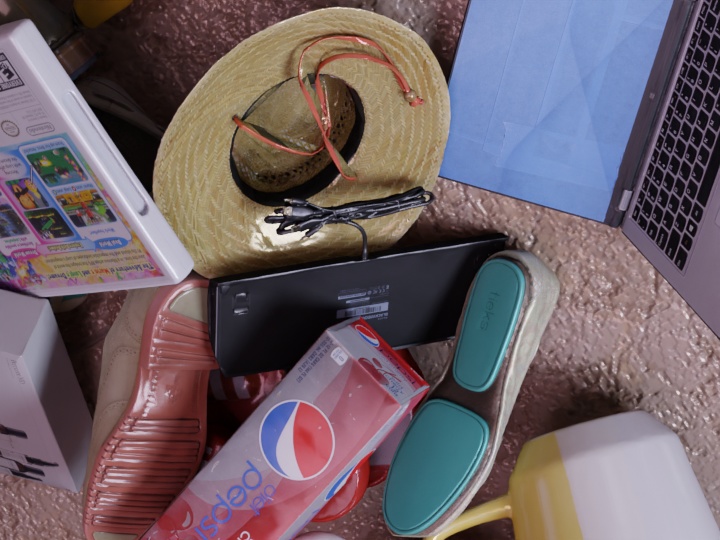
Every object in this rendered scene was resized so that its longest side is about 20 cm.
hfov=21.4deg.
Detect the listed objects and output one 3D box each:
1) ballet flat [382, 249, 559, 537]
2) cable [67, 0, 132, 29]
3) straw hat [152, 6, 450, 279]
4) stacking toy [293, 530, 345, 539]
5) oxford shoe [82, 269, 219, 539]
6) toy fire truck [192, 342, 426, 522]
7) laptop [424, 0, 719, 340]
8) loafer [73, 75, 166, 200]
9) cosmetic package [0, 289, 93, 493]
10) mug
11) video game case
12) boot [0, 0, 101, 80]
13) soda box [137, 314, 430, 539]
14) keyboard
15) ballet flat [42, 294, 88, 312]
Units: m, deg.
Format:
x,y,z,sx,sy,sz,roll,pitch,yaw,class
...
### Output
x,y,z,sx,sy,sz,roll,pitch,yaw,class
0.078,0.085,1.219,0.067,0.062,0.201,29,98,35,ballet flat
-0.121,-0.214,1.188,0.199,0.050,0.098,-14,108,12,cable
-0.044,-0.091,1.184,0.200,0.085,0.202,-12,128,-16,straw hat
0.020,0.235,1.277,0.200,0.147,0.146,35,126,-30,stacking toy
-0.139,0.084,1.235,0.070,0.074,0.201,11,108,-35,oxford shoe
-0.055,0.075,1.281,0.199,0.112,0.169,-5,97,20,toy fire truck
0.149,-0.087,1.110,0.115,0.200,0.188,-4,126,-26,laptop
-0.124,-0.046,1.232,0.200,0.070,0.070,41,99,2,loafer
-0.242,0.083,1.321,0.082,0.051,0.200,11,149,11,cosmetic package
0.148,0.177,1.214,0.149,0.185,0.154,-32,70,60,mug
-0.214,-0.061,1.179,0.199,0.024,0.183,-5,125,47,video game case
-0.258,-0.136,1.240,0.199,0.075,0.097,-25,108,40,boot
-0.049,0.124,1.193,0.070,0.063,0.200,45,109,9,soda box
0.000,0.000,1.200,0.199,0.021,0.128,-9,126,-20,keyboard
-0.286,-0.006,1.330,0.198,0.070,0.070,10,120,14,ballet flat
